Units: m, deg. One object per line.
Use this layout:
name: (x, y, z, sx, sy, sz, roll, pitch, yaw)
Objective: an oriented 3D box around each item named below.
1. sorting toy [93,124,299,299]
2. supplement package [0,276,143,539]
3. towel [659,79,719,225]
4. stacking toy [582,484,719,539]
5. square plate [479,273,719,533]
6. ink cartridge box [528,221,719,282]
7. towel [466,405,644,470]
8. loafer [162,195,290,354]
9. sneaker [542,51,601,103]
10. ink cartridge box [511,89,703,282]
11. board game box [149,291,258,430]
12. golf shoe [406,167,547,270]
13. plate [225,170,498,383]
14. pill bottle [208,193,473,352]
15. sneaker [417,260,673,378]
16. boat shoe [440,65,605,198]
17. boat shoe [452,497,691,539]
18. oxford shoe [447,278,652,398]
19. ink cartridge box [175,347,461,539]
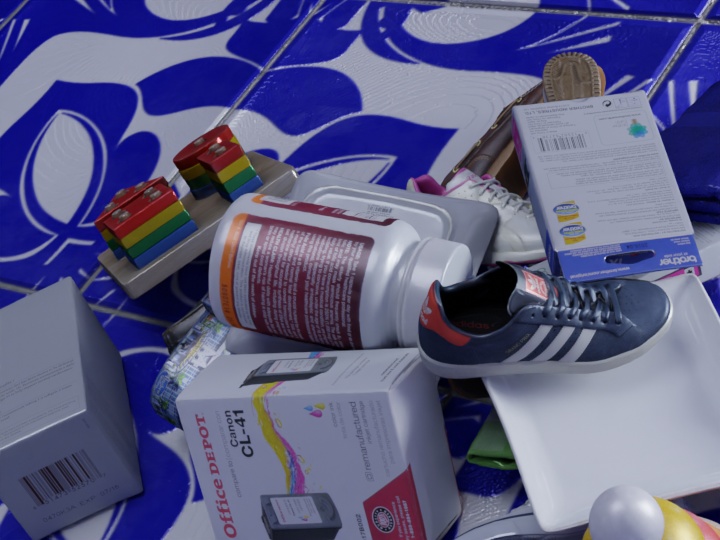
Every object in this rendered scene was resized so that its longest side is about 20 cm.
sorting toy: (-0.177, -0.070, 1.829, 0.199, 0.070, 0.199, -35, 16, -8)
supplement package: (-0.284, 0.125, 1.692, 0.116, 0.118, 0.201, -25, 38, 5)
towel: (0.322, -0.106, 1.612, 0.200, 0.050, 0.147, -39, 25, -31)
stacking toy: (0.189, 0.201, 1.236, 0.145, 0.200, 0.148, -12, 56, 18)
square plate: (0.198, 0.101, 1.386, 0.196, 0.029, 0.201, -14, 48, -7)
ink cartridge box: (0.242, -0.009, 1.562, 0.198, 0.037, 0.095, -25, 27, -10)
towel: (0.187, 0.096, 1.481, 0.148, 0.031, 0.200, -2, 34, 34)
loafer: (-0.113, 0.006, 1.742, 0.199, 0.073, 0.073, -37, -3, -19)
sneaker: (0.191, -0.092, 1.650, 0.070, 0.113, 0.201, 1, 44, 10)
ink cartridge box: (0.201, -0.062, 1.516, 0.118, 0.042, 0.201, -7, 48, -5)
board game box: (-0.058, 0.080, 1.617, 0.199, 0.062, 0.201, 26, 67, 29)
golf shoe: (0.119, -0.046, 1.650, 0.198, 0.093, 0.075, 0, 8, 30)
plate: (0.000, 0.000, 1.599, 0.197, 0.032, 0.201, 11, 60, 21)
pill bottle: (-0.015, 0.008, 1.508, 0.198, 0.115, 0.115, 11, 51, 20)
sneaker: (0.140, 0.028, 1.380, 0.198, 0.085, 0.075, -10, 47, -5)
boat shoe: (0.153, -0.131, 1.752, 0.070, 0.071, 0.200, 23, 60, 44)
boat shoe: (0.152, 0.203, 1.389, 0.198, 0.074, 0.067, -12, 24, 4)
oxford shoe: (0.161, 0.055, 1.479, 0.198, 0.071, 0.072, -14, 79, -6)
ink cartridge box: (-0.032, 0.147, 1.477, 0.198, 0.149, 0.086, -5, 20, 27)
